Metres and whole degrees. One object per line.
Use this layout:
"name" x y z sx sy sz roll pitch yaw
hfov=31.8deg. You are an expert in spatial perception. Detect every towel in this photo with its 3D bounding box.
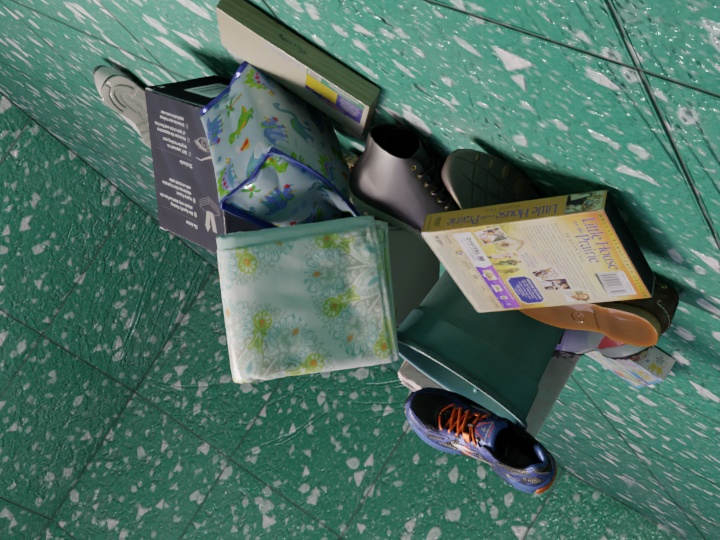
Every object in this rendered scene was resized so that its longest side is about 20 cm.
"towel" 0.171 0.118 1.651 0.199 0.192 0.032 33 155 4
"towel" -0.058 0.032 1.442 0.197 0.174 0.048 -7 -176 -3

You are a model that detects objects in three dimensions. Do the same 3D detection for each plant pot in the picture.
"plant pot" 0.162 0.054 1.522 0.199 0.197 0.200 31 171 5

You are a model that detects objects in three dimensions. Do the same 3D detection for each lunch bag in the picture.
"lunch bag" -0.081 -0.125 1.507 0.199 0.127 0.171 23 -143 -39

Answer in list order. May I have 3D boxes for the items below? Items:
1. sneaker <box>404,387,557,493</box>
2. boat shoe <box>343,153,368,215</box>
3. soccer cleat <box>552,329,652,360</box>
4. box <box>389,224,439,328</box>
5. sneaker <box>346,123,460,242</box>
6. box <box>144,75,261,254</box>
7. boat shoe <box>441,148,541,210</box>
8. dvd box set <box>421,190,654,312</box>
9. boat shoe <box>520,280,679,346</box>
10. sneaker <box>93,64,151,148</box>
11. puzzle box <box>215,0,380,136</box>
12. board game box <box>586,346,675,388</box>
"sneaker" 0.145 0.190 1.491 0.198 0.076 0.079 24 161 10
"boat shoe" -0.009 -0.113 1.657 0.074 0.076 0.200 37 170 -9
"soccer cleat" 0.281 0.066 1.560 0.199 0.068 0.074 -3 108 64
"box" 0.000 0.000 1.655 0.108 0.130 0.199 -3 -172 -40
"sneaker" 0.087 -0.091 1.429 0.198 0.075 0.107 17 143 -3
"box" -0.184 -0.140 1.674 0.116 0.203 0.196 -15 -157 -33
"boat shoe" 0.160 -0.055 1.340 0.199 0.075 0.073 37 171 -16
"dvd box set" 0.180 -0.016 1.278 0.198 0.030 0.147 -7 141 32
"boat shoe" 0.250 0.026 1.390 0.198 0.071 0.071 18 144 29
"sneaker" -0.377 -0.279 2.164 0.080 0.076 0.200 41 175 46
"puzzle box" -0.070 -0.226 1.404 0.199 0.026 0.133 33 171 1
"board game box" 0.313 0.086 1.696 0.199 0.034 0.134 33 172 3
